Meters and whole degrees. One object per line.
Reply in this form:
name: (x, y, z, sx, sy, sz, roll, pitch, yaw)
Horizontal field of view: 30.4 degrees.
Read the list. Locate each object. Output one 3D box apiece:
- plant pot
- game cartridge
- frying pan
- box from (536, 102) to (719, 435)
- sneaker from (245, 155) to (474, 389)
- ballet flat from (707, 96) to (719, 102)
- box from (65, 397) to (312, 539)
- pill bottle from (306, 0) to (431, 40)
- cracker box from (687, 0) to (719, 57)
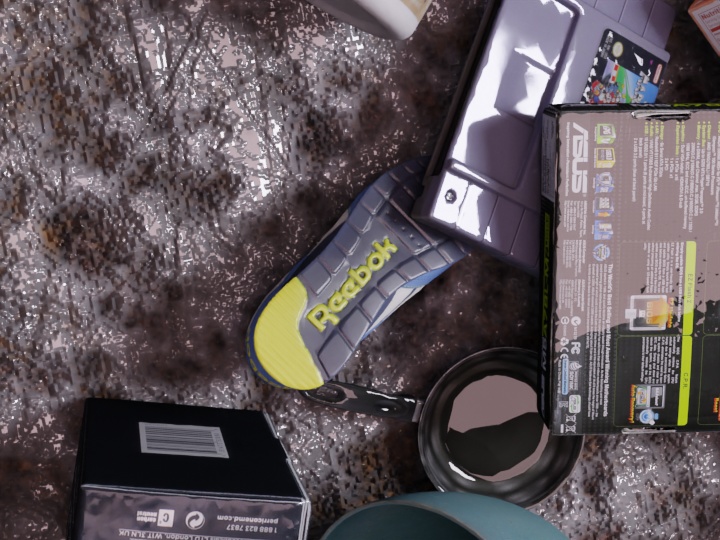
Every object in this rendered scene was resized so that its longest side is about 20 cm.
plant pot: (0.079, 0.226, 0.834, 0.135, 0.200, 0.200, -10, 102, -49)
game cartridge: (0.121, -0.100, 0.833, 0.130, 0.038, 0.200, 23, 81, -21)
frying pan: (0.056, 0.111, 0.877, 0.190, 0.031, 0.115, -8, 99, -8)
box: (0.207, -0.002, 0.802, 0.193, 0.048, 0.200, -2, 102, -4)
sneaker: (0.000, 0.000, 0.833, 0.200, 0.082, 0.074, -40, 90, -24)
ballet flat: (0.198, -0.040, 0.869, 0.200, 0.072, 0.072, -46, 104, -3)
box: (-0.112, 0.193, 0.765, 0.124, 0.200, 0.197, 5, 96, -11)
pill bottle: (0.027, -0.247, 0.777, 0.116, 0.116, 0.200, 30, 91, -15)
cracker box: (0.315, -0.136, 0.862, 0.200, 0.058, 0.134, 51, 59, -14)
